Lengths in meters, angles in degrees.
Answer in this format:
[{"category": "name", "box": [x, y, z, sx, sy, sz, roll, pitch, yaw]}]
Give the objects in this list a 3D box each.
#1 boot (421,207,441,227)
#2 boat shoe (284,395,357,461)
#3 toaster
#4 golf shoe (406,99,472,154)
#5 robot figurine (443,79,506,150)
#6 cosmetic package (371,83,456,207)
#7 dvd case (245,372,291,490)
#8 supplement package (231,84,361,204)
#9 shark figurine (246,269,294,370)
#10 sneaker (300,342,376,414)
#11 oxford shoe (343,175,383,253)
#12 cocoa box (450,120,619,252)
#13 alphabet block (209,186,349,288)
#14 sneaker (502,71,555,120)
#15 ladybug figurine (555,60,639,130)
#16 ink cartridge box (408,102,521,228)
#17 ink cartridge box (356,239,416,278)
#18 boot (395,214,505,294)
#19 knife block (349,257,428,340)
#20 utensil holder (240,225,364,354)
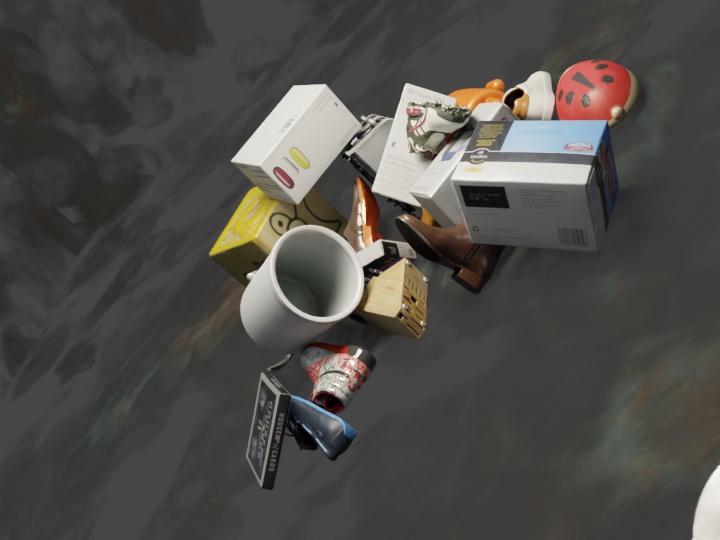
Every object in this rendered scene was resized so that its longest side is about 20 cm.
[{"category": "boot", "box": [0.140, -0.106, 1.683, 0.201, 0.070, 0.146, -30, -39, -72]}, {"category": "boat shoe", "box": [-0.084, 0.249, 1.507, 0.069, 0.084, 0.199, -57, 22, -13]}, {"category": "toaster", "box": [0.063, -0.207, 1.839, 0.119, 0.200, 0.181, -48, 15, 3]}, {"category": "golf shoe", "box": [0.128, -0.235, 1.573, 0.200, 0.076, 0.090, -152, 72, -75]}, {"category": "robot figurine", "box": [0.216, -0.282, 1.768, 0.200, 0.115, 0.146, -157, 64, -66]}, {"category": "cosmetic package", "box": [0.097, -0.223, 1.705, 0.074, 0.100, 0.203, -36, -37, -84]}, {"category": "dvd case", "box": [-0.153, 0.258, 1.557, 0.200, 0.024, 0.153, -168, 89, -76]}, {"category": "supplement package", "box": [-0.123, -0.243, 1.812, 0.201, 0.111, 0.155, -52, 27, -10]}, {"category": "shark figurine", "box": [-0.145, 0.084, 1.813, 0.127, 0.218, 0.089, -18, 22, -21]}, {"category": "sneaker", "box": [-0.064, 0.183, 1.592, 0.200, 0.067, 0.109, -7, 43, 54]}, {"category": "oxford shoe", "box": [-0.004, -0.095, 1.821, 0.072, 0.071, 0.202, -23, 50, 22]}, {"category": "cocoa box", "box": [0.252, -0.124, 1.348, 0.197, 0.134, 0.132, 5, 49, 29]}, {"category": "alphabet block", "box": [-0.156, -0.056, 1.958, 0.195, 0.200, 0.197, -17, 37, 50]}, {"category": "sneaker", "box": [0.293, -0.313, 1.678, 0.200, 0.083, 0.074, -77, -4, -68]}, {"category": "ladybug figurine", "box": [0.379, -0.289, 1.547, 0.136, 0.072, 0.200, -44, 23, 7]}, {"category": "ink cartridge box", "box": [0.200, -0.153, 1.555, 0.201, 0.145, 0.087, -51, 23, -7]}, {"category": "ink cartridge box", "box": [0.000, 0.000, 1.733, 0.199, 0.094, 0.038, -27, 69, 38]}, {"category": "boot", "box": [0.170, -0.095, 1.475, 0.201, 0.186, 0.064, -56, 19, -12]}, {"category": "knife block", "box": [0.031, 0.068, 1.611, 0.175, 0.064, 0.201, -36, 26, 28]}, {"category": "utensil holder", "box": [-0.108, 0.041, 1.639, 0.200, 0.169, 0.171, -43, 17, 57]}]
